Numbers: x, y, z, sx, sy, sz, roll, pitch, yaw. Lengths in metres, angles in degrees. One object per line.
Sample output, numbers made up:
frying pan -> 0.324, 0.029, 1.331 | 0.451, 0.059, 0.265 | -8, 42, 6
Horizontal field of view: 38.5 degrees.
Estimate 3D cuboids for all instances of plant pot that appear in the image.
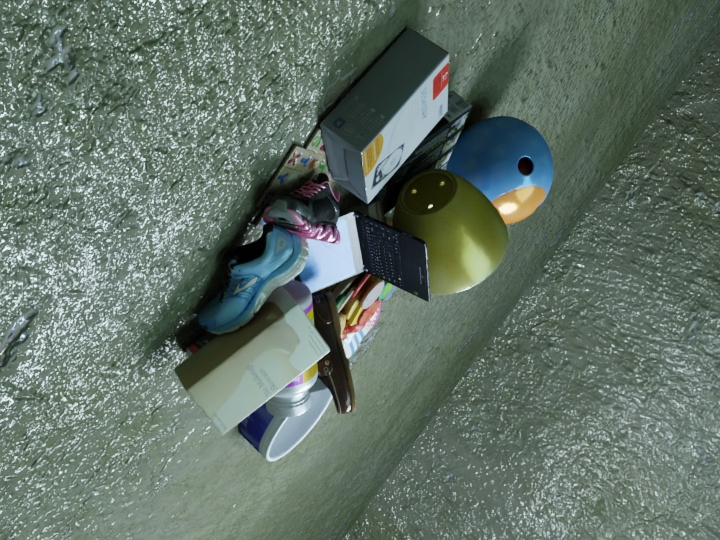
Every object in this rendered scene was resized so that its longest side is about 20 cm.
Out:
plant pot -> 0.131, -0.082, 1.698 | 0.200, 0.199, 0.142 | -47, 139, -16

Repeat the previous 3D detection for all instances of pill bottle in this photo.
pill bottle -> -0.120, 0.123, 1.598 | 0.104, 0.103, 0.202 | -32, 127, -47

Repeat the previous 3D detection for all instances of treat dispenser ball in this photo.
treat dispenser ball -> 0.260, -0.186, 1.923 | 0.201, 0.200, 0.201 | -46, 162, -20

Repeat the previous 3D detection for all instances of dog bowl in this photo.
dog bowl -> -0.140, 0.265, 1.988 | 0.200, 0.079, 0.201 | -46, 161, -21

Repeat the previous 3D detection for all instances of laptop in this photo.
laptop -> 0.000, 0.000, 1.626 | 0.104, 0.198, 0.178 | -56, 159, -24

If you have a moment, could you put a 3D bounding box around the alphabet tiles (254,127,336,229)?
alphabet tiles -> -0.081, -0.126, 1.494 | 0.167, 0.006, 0.200 | -56, 163, 10

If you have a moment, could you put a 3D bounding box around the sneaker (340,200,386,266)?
sneaker -> 0.005, -0.044, 1.728 | 0.089, 0.068, 0.201 | -9, 146, 7

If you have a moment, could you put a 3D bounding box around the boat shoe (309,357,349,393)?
boat shoe -> -0.104, 0.189, 1.791 | 0.198, 0.073, 0.071 | -10, -177, 31

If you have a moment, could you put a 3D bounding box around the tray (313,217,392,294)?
tray -> -0.009, -0.004, 1.870 | 0.200, 0.037, 0.099 | -41, 160, -30

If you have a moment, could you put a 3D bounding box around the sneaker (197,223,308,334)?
sneaker -> -0.167, 0.005, 1.448 | 0.090, 0.079, 0.200 | 35, 109, -32

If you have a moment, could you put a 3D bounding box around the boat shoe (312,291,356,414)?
boat shoe -> -0.058, 0.138, 1.675 | 0.070, 0.202, 0.070 | -14, 179, -16

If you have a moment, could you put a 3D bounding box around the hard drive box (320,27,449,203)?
hard drive box -> 0.039, -0.221, 1.486 | 0.200, 0.076, 0.156 | -50, 162, -15

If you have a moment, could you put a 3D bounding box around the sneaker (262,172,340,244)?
sneaker -> -0.076, -0.096, 1.466 | 0.200, 0.078, 0.096 | 17, 88, -72

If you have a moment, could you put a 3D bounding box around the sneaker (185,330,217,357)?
sneaker -> -0.195, 0.125, 1.586 | 0.082, 0.077, 0.200 | -57, 164, -4

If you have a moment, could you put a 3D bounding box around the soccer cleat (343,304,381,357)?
soccer cleat -> -0.020, 0.111, 2.005 | 0.086, 0.070, 0.201 | -33, 154, -48

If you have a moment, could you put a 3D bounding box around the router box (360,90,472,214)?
router box -> 0.093, -0.196, 1.727 | 0.200, 0.051, 0.150 | -38, 160, -37

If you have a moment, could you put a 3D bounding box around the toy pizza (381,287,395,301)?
toy pizza -> 0.083, -0.033, 1.993 | 0.202, 0.031, 0.200 | -62, -179, 2

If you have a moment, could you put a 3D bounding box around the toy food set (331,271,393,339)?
toy food set -> -0.018, 0.070, 1.850 | 0.199, 0.049, 0.199 | -19, 143, -60

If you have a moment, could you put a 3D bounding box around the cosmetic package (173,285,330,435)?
cosmetic package -> -0.155, 0.129, 1.479 | 0.199, 0.071, 0.106 | -39, 122, -7
